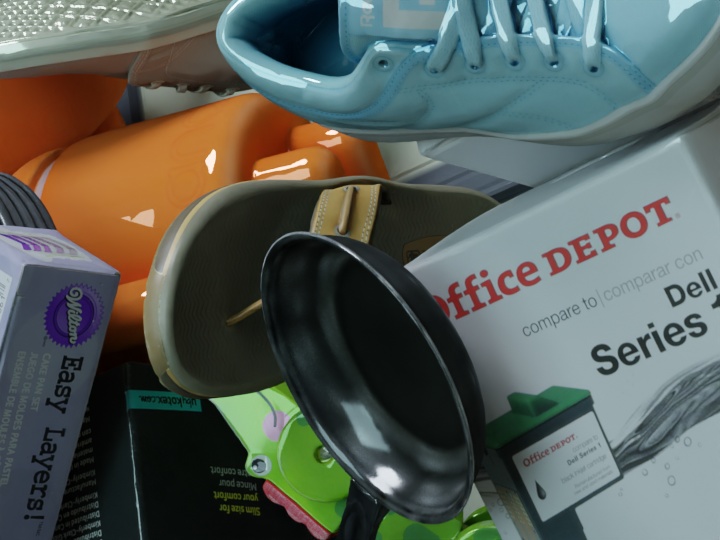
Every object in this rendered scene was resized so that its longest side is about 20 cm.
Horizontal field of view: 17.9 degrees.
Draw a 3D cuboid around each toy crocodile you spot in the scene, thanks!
[{"bbox_3d":[0.015,0.101,0.909,0.200,0.068,0.062,36,96,4],"label":"toy crocodile"}]

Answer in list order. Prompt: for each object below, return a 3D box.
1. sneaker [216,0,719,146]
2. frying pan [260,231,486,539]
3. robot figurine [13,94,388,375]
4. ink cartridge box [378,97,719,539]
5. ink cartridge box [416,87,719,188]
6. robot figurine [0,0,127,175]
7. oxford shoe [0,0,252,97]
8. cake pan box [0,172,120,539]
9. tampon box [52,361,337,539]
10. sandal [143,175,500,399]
[{"bbox_3d":[0.035,-0.078,0.749,0.200,0.082,0.074,-10,77,40],"label":"sneaker"},{"bbox_3d":[0.014,0.068,0.817,0.115,0.031,0.190,22,135,50],"label":"frying pan"},{"bbox_3d":[-0.081,-0.009,1.000,0.199,0.117,0.144,-13,56,26],"label":"robot figurine"},{"bbox_3d":[0.117,0.055,0.806,0.146,0.084,0.200,-27,90,37],"label":"ink cartridge box"},{"bbox_3d":[0.097,-0.145,0.860,0.144,0.147,0.201,-28,65,36],"label":"ink cartridge box"},{"bbox_3d":[-0.180,-0.123,1.055,0.143,0.200,0.117,-17,39,13],"label":"robot figurine"},{"bbox_3d":[-0.079,-0.102,0.999,0.075,0.199,0.058,-130,33,-54],"label":"oxford shoe"},{"bbox_3d":[-0.182,0.055,0.942,0.184,0.052,0.201,27,106,48],"label":"cake pan box"},{"bbox_3d":[-0.076,0.157,0.966,0.126,0.150,0.201,-22,67,38],"label":"tampon box"},{"bbox_3d":[0.000,0.000,0.888,0.054,0.200,0.081,-8,90,49],"label":"sandal"}]
